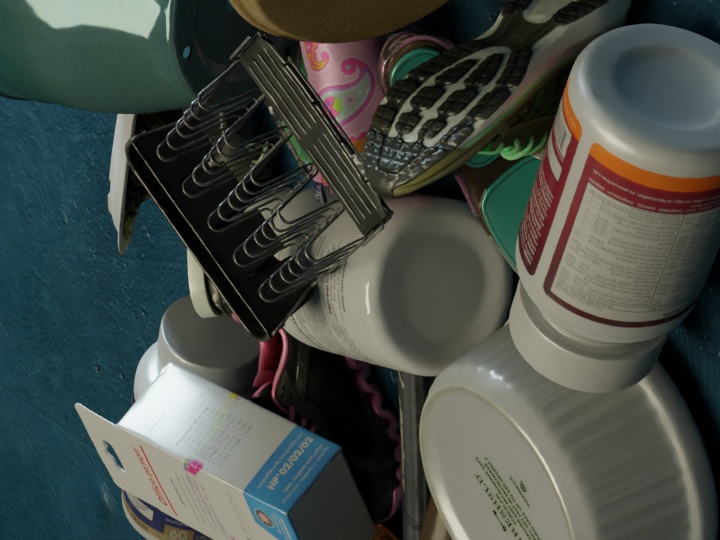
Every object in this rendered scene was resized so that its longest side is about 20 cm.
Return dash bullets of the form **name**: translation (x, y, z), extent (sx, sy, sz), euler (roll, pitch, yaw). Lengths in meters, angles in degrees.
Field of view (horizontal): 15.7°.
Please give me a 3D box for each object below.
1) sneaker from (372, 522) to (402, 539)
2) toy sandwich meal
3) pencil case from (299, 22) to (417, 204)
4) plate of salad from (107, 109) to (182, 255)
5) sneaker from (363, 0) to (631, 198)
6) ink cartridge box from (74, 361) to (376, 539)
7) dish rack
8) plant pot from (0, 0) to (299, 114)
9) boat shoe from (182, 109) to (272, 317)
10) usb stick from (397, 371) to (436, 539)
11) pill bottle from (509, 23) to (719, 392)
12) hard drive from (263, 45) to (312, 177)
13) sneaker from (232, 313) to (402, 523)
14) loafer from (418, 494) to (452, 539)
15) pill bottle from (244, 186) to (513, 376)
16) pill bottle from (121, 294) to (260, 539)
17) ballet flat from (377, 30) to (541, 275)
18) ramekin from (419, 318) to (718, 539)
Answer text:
- **sneaker**: translation (0.024, 0.234, 1.890), extent (0.200, 0.073, 0.077), euler (49, 167, 40)
- **toy sandwich meal**: translation (0.007, -0.211, 1.486), extent (0.205, 0.205, 0.070), euler (107, 144, -48)
- **pencil case**: translation (-0.003, -0.146, 1.632), extent (0.087, 0.087, 0.200), euler (3, 102, 59)
- **plate of salad**: translation (-0.148, -0.108, 1.898), extent (0.200, 0.048, 0.200), euler (-170, 90, -89)
- **sneaker**: translation (0.087, -0.087, 1.448), extent (0.077, 0.200, 0.089), euler (23, 143, 46)
- **ink cartridge box**: translation (-0.096, 0.140, 1.851), extent (0.200, 0.068, 0.115), euler (24, 152, 30)
- **dish rack**: translation (-0.059, -0.053, 1.577), extent (0.153, 0.055, 0.200), euler (53, 155, 2)
- **plant pot**: translation (-0.143, -0.187, 1.699), extent (0.188, 0.200, 0.200), euler (20, 126, 36)
- **boat shoe**: translation (-0.091, -0.066, 1.884), extent (0.060, 0.072, 0.202), euler (0, 99, 17)
- **usb stick**: translation (0.043, 0.126, 1.793), extent (0.055, 0.033, 0.200), euler (-90, -2, -61)
- **pill bottle**: translation (0.147, -0.030, 1.448), extent (0.110, 0.110, 0.200), euler (51, 146, 30)
- **hard drive**: translation (-0.046, -0.179, 1.759), extent (0.200, 0.038, 0.140), euler (62, 150, 15)
- **sneaker**: translation (-0.034, 0.092, 1.853), extent (0.079, 0.095, 0.200), euler (-12, 99, 59)
- **loafer**: translation (0.072, 0.187, 1.753), extent (0.073, 0.071, 0.200), euler (21, 125, 54)
- **pill bottle**: translation (0.000, 0.000, 1.714), extent (0.200, 0.114, 0.114), euler (13, 119, 57)
- **pill bottle**: translation (-0.121, 0.115, 1.997), extent (0.111, 0.111, 0.200), euler (49, 145, 33)
- **ballet flat**: translation (0.082, -0.069, 1.561), extent (0.200, 0.069, 0.071), euler (49, -165, -16)
- **ramekin**: translation (0.119, 0.122, 1.596), extent (0.202, 0.094, 0.202), euler (41, 144, 39)
